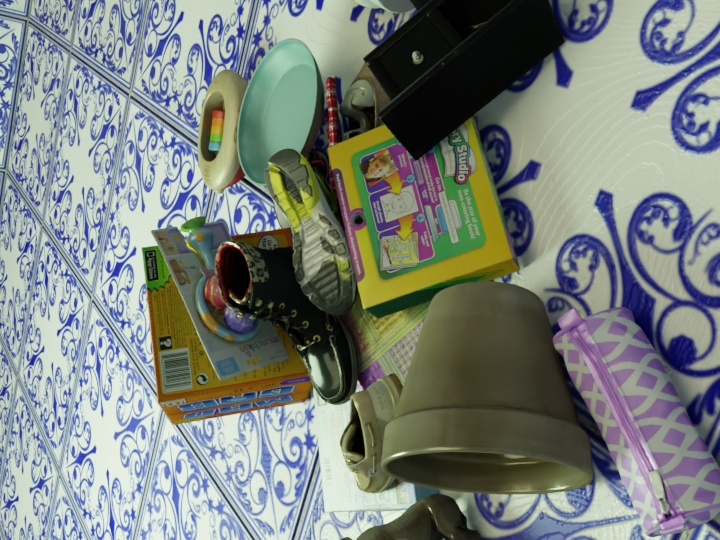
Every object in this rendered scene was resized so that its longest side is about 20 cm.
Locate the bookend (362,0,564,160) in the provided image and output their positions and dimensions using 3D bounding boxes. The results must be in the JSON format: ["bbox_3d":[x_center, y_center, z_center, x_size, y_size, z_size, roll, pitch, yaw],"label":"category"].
[{"bbox_3d":[0.078,-0.266,0.839,0.198,0.092,0.202,-36,55,12],"label":"bookend"}]

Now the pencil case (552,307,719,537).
[{"bbox_3d":[0.239,0.130,0.672,0.084,0.084,0.202,-46,52,37],"label":"pencil case"}]

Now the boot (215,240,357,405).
[{"bbox_3d":[-0.087,0.060,0.899,0.073,0.153,0.207,-28,70,28],"label":"boot"}]

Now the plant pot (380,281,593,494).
[{"bbox_3d":[0.121,0.114,0.762,0.199,0.198,0.177,-27,51,48],"label":"plant pot"}]

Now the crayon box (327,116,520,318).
[{"bbox_3d":[0.067,-0.071,0.868,0.170,0.058,0.203,-18,70,15],"label":"crayon box"}]

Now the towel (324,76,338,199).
[{"bbox_3d":[-0.036,-0.134,1.031,0.145,0.022,0.204,102,165,-84],"label":"towel"}]

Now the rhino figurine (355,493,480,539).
[{"bbox_3d":[0.036,0.316,0.849,0.088,0.198,0.060,57,169,36],"label":"rhino figurine"}]

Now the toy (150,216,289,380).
[{"bbox_3d":[-0.159,0.021,0.933,0.047,0.114,0.202,-43,71,37],"label":"toy"}]

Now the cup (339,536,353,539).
[{"bbox_3d":[-0.008,0.443,0.908,0.142,0.200,0.203,27,111,21],"label":"cup"}]

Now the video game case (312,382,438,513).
[{"bbox_3d":[0.013,0.200,0.988,0.180,0.045,0.204,-21,71,48],"label":"video game case"}]

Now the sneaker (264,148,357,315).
[{"bbox_3d":[-0.042,-0.048,0.912,0.074,0.084,0.203,-21,83,22],"label":"sneaker"}]

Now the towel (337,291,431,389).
[{"bbox_3d":[0.050,0.090,0.910,0.143,0.023,0.201,-42,63,21],"label":"towel"}]

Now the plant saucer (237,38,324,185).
[{"bbox_3d":[-0.105,-0.213,1.068,0.198,0.036,0.204,-16,70,50],"label":"plant saucer"}]

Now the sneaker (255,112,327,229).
[{"bbox_3d":[-0.088,-0.157,1.137,0.086,0.080,0.203,-28,73,34],"label":"sneaker"}]

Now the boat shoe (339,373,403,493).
[{"bbox_3d":[0.006,0.192,0.871,0.202,0.064,0.073,101,148,-48],"label":"boat shoe"}]

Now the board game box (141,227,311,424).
[{"bbox_3d":[-0.180,0.083,1.069,0.200,0.196,0.204,110,150,-70],"label":"board game box"}]

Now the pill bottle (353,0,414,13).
[{"bbox_3d":[0.004,-0.405,0.991,0.200,0.113,0.116,46,122,43],"label":"pill bottle"}]

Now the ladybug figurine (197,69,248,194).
[{"bbox_3d":[-0.217,-0.229,1.297,0.135,0.071,0.204,19,102,51],"label":"ladybug figurine"}]

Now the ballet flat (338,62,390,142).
[{"bbox_3d":[0.005,-0.187,1.011,0.067,0.066,0.204,-11,78,47],"label":"ballet flat"}]
